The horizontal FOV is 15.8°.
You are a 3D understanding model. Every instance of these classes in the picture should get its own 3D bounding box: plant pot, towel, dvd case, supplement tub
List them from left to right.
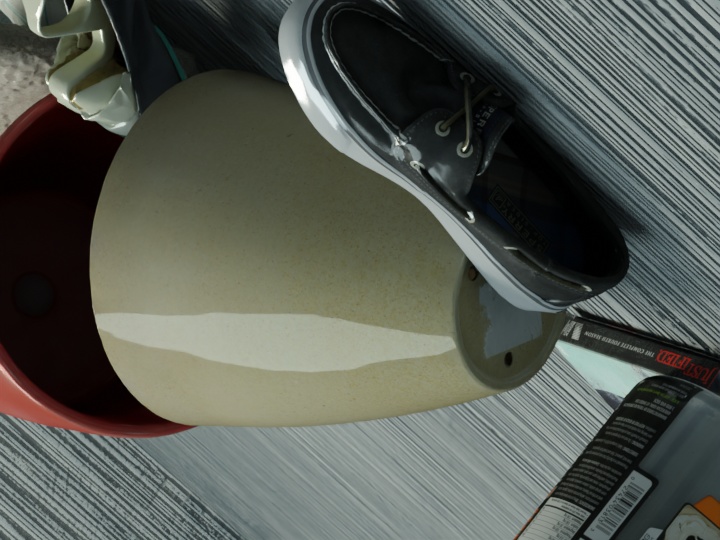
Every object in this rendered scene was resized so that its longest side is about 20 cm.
[{"bbox_3d":[-0.184,-0.090,1.505,0.132,0.035,0.200,6,160,-19],"label":"towel"},{"bbox_3d":[-0.156,0.004,1.462,0.200,0.201,0.177,43,155,-14],"label":"plant pot"},{"bbox_3d":[0.000,0.000,1.303,0.199,0.188,0.187,9,150,40],"label":"plant pot"},{"bbox_3d":[0.128,0.161,1.263,0.122,0.200,0.123,37,168,9],"label":"supplement tub"},{"bbox_3d":[0.194,0.090,1.335,0.146,0.022,0.200,47,165,-27],"label":"dvd case"}]

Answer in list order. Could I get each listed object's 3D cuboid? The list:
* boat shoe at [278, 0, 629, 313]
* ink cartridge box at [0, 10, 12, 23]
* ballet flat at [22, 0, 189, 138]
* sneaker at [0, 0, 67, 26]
[{"bbox_3d":[0.048,-0.055,1.168,0.200,0.070,0.066,48,149,-21],"label":"boat shoe"},{"bbox_3d":[-0.279,-0.158,1.570,0.047,0.160,0.200,27,162,45],"label":"ink cartridge box"},{"bbox_3d":[-0.136,-0.125,1.325,0.073,0.073,0.201,29,144,42],"label":"ballet flat"},{"bbox_3d":[-0.159,-0.140,1.492,0.080,0.071,0.200,23,164,26],"label":"sneaker"}]
